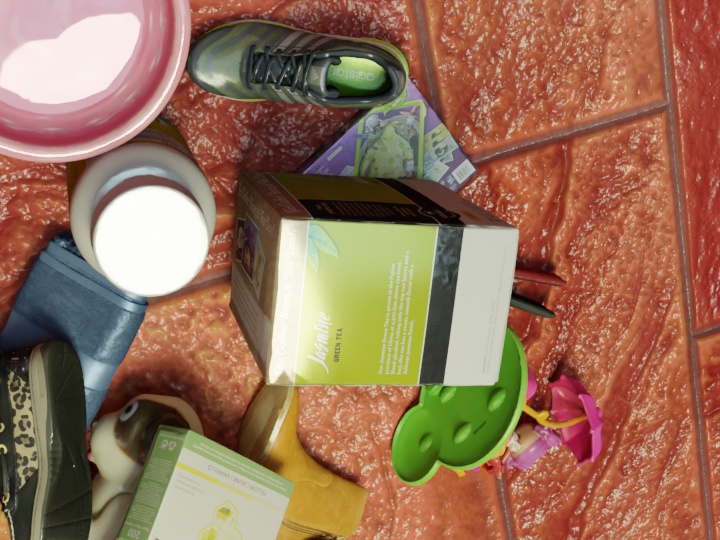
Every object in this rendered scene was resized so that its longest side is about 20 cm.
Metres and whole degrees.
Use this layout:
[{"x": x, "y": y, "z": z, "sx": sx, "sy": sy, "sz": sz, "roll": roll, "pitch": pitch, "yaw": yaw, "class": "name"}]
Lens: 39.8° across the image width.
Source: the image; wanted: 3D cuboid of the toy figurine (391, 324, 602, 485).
[{"x": 0.160, "y": 0.164, "z": 1.020, "sx": 0.183, "sy": 0.151, "sz": 0.200, "roll": 22, "pitch": 121, "yaw": -32, "class": "toy figurine"}]

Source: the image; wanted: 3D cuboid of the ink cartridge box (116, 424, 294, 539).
[{"x": -0.146, "y": 0.250, "z": 0.838, "sx": 0.145, "sy": 0.048, "sz": 0.202, "roll": 39, "pitch": 62, "yaw": -44, "class": "ink cartridge box"}]

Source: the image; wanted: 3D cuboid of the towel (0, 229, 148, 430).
[{"x": -0.264, "y": 0.076, "z": 0.869, "sx": 0.111, "sy": 0.049, "sz": 0.201, "roll": 29, "pitch": 94, "yaw": 12, "class": "towel"}]

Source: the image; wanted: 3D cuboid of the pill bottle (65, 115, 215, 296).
[{"x": -0.176, "y": -0.055, "z": 0.792, "sx": 0.112, "sy": 0.200, "sz": 0.114, "roll": -6, "pitch": 112, "yaw": -16, "class": "pill bottle"}]

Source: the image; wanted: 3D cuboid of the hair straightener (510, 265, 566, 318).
[{"x": 0.108, "y": 0.024, "z": 0.995, "sx": 0.198, "sy": 0.041, "sz": 0.078, "roll": 10, "pitch": 102, "yaw": -20, "class": "hair straightener"}]

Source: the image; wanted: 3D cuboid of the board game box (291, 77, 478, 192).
[{"x": 0.003, "y": -0.073, "z": 0.941, "sx": 0.200, "sy": 0.032, "sz": 0.120, "roll": -42, "pitch": 116, "yaw": -2, "class": "board game box"}]

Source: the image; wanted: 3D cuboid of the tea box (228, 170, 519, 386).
[{"x": 0.000, "y": 0.000, "z": 0.839, "sx": 0.195, "sy": 0.200, "sz": 0.135, "roll": 3, "pitch": 105, "yaw": -16, "class": "tea box"}]

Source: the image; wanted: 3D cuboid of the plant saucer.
[{"x": -0.222, "y": -0.180, "z": 0.704, "sx": 0.198, "sy": 0.051, "sz": 0.203, "roll": -7, "pitch": 115, "yaw": -16, "class": "plant saucer"}]

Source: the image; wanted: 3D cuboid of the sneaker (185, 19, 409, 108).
[{"x": -0.051, "y": -0.176, "z": 0.856, "sx": 0.198, "sy": 0.081, "sz": 0.075, "roll": 0, "pitch": 104, "yaw": -5, "class": "sneaker"}]

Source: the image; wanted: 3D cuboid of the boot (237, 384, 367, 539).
[{"x": -0.054, "y": 0.203, "z": 0.990, "sx": 0.143, "sy": 0.071, "sz": 0.203, "roll": 14, "pitch": 106, "yaw": -26, "class": "boot"}]

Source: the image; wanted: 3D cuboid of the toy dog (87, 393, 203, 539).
[{"x": -0.191, "y": 0.214, "z": 0.901, "sx": 0.192, "sy": 0.140, "sz": 0.202, "roll": -1, "pitch": 96, "yaw": 0, "class": "toy dog"}]

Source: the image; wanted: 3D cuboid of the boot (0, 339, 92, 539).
[{"x": -0.304, "y": 0.165, "z": 0.814, "sx": 0.152, "sy": 0.073, "sz": 0.206, "roll": -5, "pitch": 81, "yaw": 14, "class": "boot"}]
